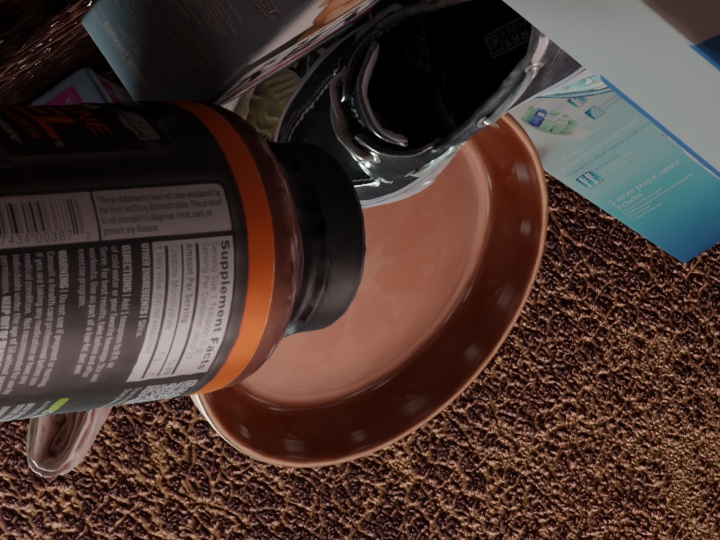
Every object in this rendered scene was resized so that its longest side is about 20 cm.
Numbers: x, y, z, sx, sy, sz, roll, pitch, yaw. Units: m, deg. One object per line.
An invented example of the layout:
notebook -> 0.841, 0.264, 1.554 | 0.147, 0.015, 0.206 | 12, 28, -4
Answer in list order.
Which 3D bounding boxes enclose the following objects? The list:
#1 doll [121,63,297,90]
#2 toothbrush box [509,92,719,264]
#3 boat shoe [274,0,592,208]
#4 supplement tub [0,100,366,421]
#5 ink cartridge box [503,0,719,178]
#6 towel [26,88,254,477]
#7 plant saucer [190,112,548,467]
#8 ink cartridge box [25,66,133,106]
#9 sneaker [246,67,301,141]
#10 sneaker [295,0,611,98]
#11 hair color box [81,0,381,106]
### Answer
doll -> -0.111, -0.067, 1.169 | 0.200, 0.049, 0.136 | -40, 170, 11
toothbrush box -> 0.136, -0.120, 1.238 | 0.085, 0.199, 0.147 | -33, -140, 36
boat shoe -> 0.019, -0.069, 0.893 | 0.068, 0.072, 0.199 | -23, 180, -43
supplement tub -> -0.095, -0.005, 0.790 | 0.199, 0.108, 0.107 | -6, 162, -40
ink cartridge box -> 0.154, -0.148, 0.798 | 0.201, 0.145, 0.084 | -56, -168, -13
towel -> -0.084, -0.025, 1.001 | 0.200, 0.032, 0.192 | -68, -178, -72
plant saucer -> 0.000, 0.000, 1.065 | 0.200, 0.201, 0.032 | -34, -135, -14
ink cartridge box -> -0.185, -0.017, 1.048 | 0.199, 0.042, 0.119 | -32, 175, 5
sneaker -> -0.066, -0.026, 1.161 | 0.200, 0.070, 0.099 | -44, 167, 27
sneaker -> 0.053, -0.098, 0.971 | 0.086, 0.078, 0.199 | 6, -177, -45
hair color box -> -0.015, -0.122, 0.802 | 0.099, 0.061, 0.200 | -35, 180, -30
